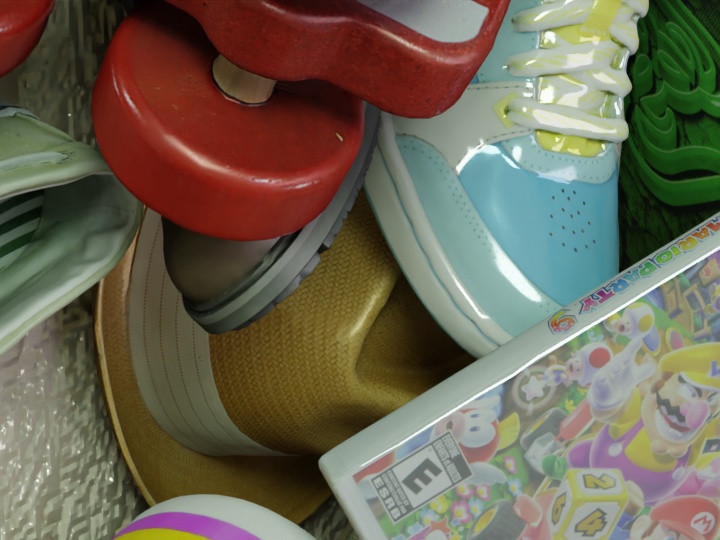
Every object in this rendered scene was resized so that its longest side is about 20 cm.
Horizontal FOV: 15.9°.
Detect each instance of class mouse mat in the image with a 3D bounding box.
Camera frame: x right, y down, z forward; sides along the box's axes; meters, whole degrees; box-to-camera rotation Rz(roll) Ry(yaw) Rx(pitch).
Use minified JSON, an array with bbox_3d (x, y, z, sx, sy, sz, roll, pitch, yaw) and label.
[{"bbox_3d":[0.083,-0.070,0.854,0.007,0.200,0.162,-13,114,-15],"label":"mouse mat"}]

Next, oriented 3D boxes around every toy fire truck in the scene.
[{"bbox_3d":[-0.042,-0.118,0.633,0.112,0.199,0.168,-62,-177,46],"label":"toy fire truck"}]

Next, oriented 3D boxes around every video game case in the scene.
[{"bbox_3d":[0.102,0.056,0.743,0.199,0.018,0.144,-31,122,-5],"label":"video game case"}]

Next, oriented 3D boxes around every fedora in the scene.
[{"bbox_3d":[0.000,0.000,0.808,0.200,0.081,0.202,-20,115,-54],"label":"fedora"}]

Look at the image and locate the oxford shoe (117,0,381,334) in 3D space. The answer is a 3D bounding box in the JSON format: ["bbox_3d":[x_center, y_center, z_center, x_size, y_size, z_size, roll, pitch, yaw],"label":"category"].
[{"bbox_3d":[-0.043,-0.070,0.706,0.084,0.073,0.201,34,38,-34],"label":"oxford shoe"}]

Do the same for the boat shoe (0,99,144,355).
[{"bbox_3d":[-0.129,0.009,0.622,0.200,0.062,0.072,-43,132,-45],"label":"boat shoe"}]

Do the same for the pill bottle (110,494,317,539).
[{"bbox_3d":[-0.079,0.153,0.702,0.200,0.104,0.105,-41,131,-46],"label":"pill bottle"}]

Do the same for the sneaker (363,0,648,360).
[{"bbox_3d":[0.060,-0.079,0.730,0.079,0.130,0.201,6,64,-37],"label":"sneaker"}]

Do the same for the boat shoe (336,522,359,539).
[{"bbox_3d":[0.035,0.083,0.876,0.072,0.065,0.200,46,69,-14],"label":"boat shoe"}]
